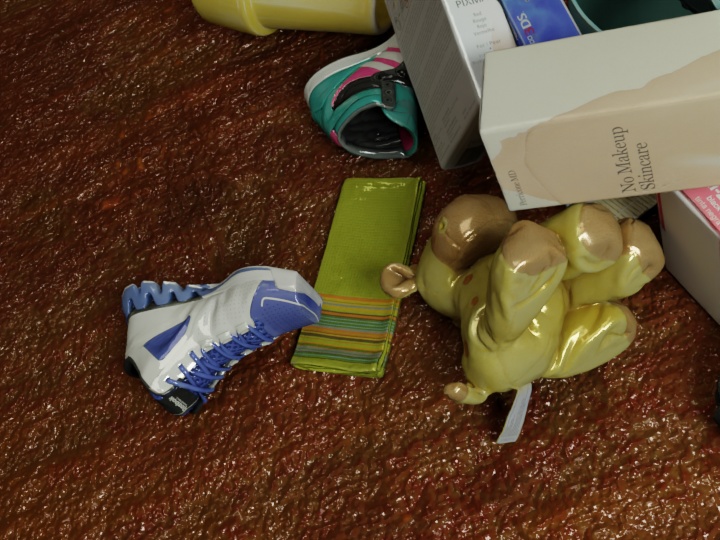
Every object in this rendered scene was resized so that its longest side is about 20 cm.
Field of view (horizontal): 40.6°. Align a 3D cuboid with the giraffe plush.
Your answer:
[{"bbox_3d":[0.111,0.008,0.772,0.200,0.172,0.162,-61,41,21],"label":"giraffe plush"}]

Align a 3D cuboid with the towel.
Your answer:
[{"bbox_3d":[0.000,0.000,0.877,0.086,0.018,0.200,4,62,21],"label":"towel"}]

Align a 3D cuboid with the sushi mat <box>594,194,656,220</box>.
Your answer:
[{"bbox_3d":[0.193,-0.113,0.876,0.096,0.012,0.200,-40,56,-5],"label":"sushi mat"}]

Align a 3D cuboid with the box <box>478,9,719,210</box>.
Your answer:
[{"bbox_3d":[0.187,-0.107,0.653,0.200,0.095,0.078,-7,53,22],"label":"box"}]

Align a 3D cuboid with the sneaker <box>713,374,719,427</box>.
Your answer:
[{"bbox_3d":[0.336,0.052,0.689,0.200,0.073,0.112,-40,57,-4],"label":"sneaker"}]

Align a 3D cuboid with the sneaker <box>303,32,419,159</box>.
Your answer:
[{"bbox_3d":[0.046,-0.173,0.920,0.200,0.084,0.121,-28,50,12],"label":"sneaker"}]

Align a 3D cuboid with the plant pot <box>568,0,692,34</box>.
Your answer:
[{"bbox_3d":[0.267,-0.182,0.791,0.200,0.161,0.201,-5,56,8],"label":"plant pot"}]

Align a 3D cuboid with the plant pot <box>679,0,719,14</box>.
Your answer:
[{"bbox_3d":[0.251,-0.248,0.641,0.134,0.200,0.200,-42,54,14],"label":"plant pot"}]

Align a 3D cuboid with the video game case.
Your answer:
[{"bbox_3d":[0.146,-0.180,0.814,0.045,0.181,0.200,-21,55,8],"label":"video game case"}]

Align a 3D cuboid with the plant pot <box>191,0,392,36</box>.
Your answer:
[{"bbox_3d":[-0.049,-0.327,0.996,0.189,0.201,0.201,20,68,11],"label":"plant pot"}]

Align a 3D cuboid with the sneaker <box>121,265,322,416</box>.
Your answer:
[{"bbox_3d":[-0.130,0.068,0.855,0.199,0.081,0.115,-8,62,24],"label":"sneaker"}]

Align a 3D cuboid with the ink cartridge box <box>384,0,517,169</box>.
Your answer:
[{"bbox_3d":[0.071,-0.202,0.809,0.050,0.162,0.200,-14,80,-9],"label":"ink cartridge box"}]

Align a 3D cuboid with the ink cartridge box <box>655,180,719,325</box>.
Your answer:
[{"bbox_3d":[0.327,-0.063,0.715,0.200,0.146,0.085,-33,52,0],"label":"ink cartridge box"}]
